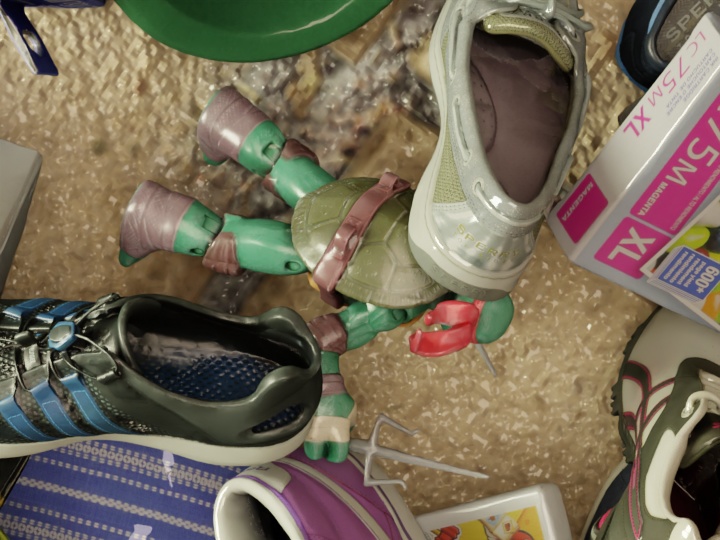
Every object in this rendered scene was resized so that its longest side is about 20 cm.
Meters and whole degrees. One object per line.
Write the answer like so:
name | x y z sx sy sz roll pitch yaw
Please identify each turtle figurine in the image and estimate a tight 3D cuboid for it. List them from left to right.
turtle figurine | 0.000 0.000 1.317 0.199 0.150 0.101 30 133 15

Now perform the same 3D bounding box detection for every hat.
hat | -0.054 -0.225 1.365 0.165 0.176 0.201 9 124 -24

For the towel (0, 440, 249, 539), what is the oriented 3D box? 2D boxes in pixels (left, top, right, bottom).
towel | -0.115 0.135 1.360 0.144 0.024 0.201 14 95 11

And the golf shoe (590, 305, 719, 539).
golf shoe | 0.153 0.077 1.309 0.077 0.088 0.201 25 49 -9

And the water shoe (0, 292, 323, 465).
water shoe | -0.114 0.032 1.234 0.199 0.079 0.072 3 57 -7

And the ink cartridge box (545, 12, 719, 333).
ink cartridge box | 0.194 -0.022 1.310 0.199 0.042 0.120 23 115 -32

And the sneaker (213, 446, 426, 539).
sneaker | 0.009 0.164 1.269 0.201 0.114 0.073 47 110 15

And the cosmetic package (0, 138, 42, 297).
cosmetic package | -0.251 -0.028 1.315 0.199 0.090 0.107 22 136 1

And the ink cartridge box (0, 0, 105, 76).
ink cartridge box | -0.157 -0.187 1.305 0.076 0.136 0.202 2 93 5

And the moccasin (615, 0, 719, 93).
moccasin | 0.199 -0.155 1.349 0.080 0.068 0.200 37 91 -3

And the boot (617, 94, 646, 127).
boot | 0.228 -0.084 1.346 0.199 0.069 0.174 25 117 -37

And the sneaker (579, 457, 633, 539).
sneaker | 0.124 0.173 1.353 0.075 0.085 0.201 18 92 -2

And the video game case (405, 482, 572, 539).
video game case | 0.031 0.212 1.336 0.181 0.023 0.201 -16 86 27

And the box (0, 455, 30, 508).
box | -0.256 0.076 1.310 0.199 0.049 0.160 32 135 -3

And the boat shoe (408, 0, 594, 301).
boat shoe | 0.068 -0.078 1.302 0.074 0.065 0.203 26 47 -10

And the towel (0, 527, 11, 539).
towel | -0.156 0.186 1.314 0.143 0.023 0.200 -21 119 39
